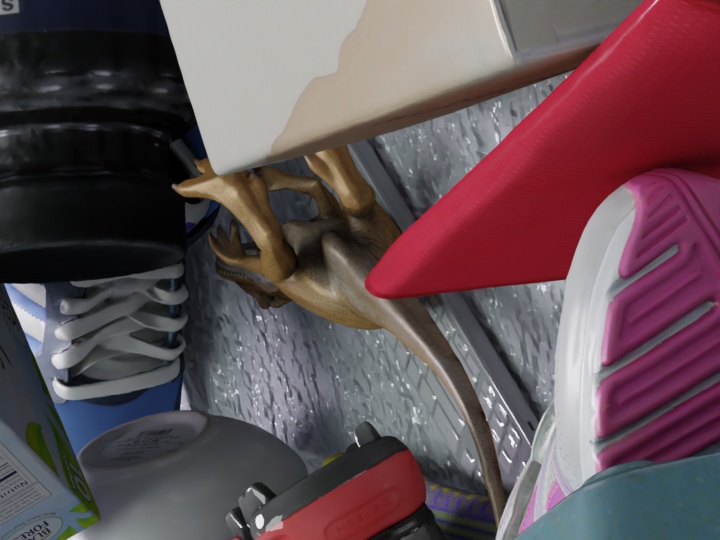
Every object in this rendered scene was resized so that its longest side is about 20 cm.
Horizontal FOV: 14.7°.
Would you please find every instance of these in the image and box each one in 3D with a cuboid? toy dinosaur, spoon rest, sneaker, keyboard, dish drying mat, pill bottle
[{"bbox_3d":[0.000,0.000,0.901,0.106,0.060,0.200,54,172,-25],"label":"toy dinosaur"},{"bbox_3d":[-0.111,0.092,1.052,0.199,0.099,0.061,-4,110,29],"label":"spoon rest"},{"bbox_3d":[0.074,0.062,0.760,0.088,0.081,0.201,34,133,51],"label":"sneaker"},{"bbox_3d":[-0.093,-0.002,1.064,0.146,0.080,0.201,-171,73,-67],"label":"sneaker"},{"bbox_3d":[0.022,0.021,0.925,0.200,0.011,0.056,60,151,29],"label":"keyboard"},{"bbox_3d":[-0.005,0.123,0.903,0.098,0.071,0.200,58,162,12],"label":"sneaker"},{"bbox_3d":[0.069,-0.034,0.721,0.200,0.077,0.018,137,122,-62],"label":"dish drying mat"},{"bbox_3d":[-0.108,-0.100,0.957,0.112,0.112,0.201,158,109,-65],"label":"pill bottle"}]

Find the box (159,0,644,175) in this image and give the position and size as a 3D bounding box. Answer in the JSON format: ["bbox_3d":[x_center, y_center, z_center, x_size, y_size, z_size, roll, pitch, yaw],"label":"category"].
[{"bbox_3d":[0.024,-0.086,0.766,0.200,0.095,0.078,-14,92,66],"label":"box"}]

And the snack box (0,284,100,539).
[{"bbox_3d":[-0.172,-0.003,0.993,0.142,0.053,0.200,56,-176,-49],"label":"snack box"}]

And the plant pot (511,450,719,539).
[{"bbox_3d":[0.107,0.143,0.628,0.196,0.196,0.201,130,127,-60],"label":"plant pot"}]

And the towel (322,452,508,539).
[{"bbox_3d":[0.043,0.135,0.923,0.200,0.023,0.144,3,107,67],"label":"towel"}]
